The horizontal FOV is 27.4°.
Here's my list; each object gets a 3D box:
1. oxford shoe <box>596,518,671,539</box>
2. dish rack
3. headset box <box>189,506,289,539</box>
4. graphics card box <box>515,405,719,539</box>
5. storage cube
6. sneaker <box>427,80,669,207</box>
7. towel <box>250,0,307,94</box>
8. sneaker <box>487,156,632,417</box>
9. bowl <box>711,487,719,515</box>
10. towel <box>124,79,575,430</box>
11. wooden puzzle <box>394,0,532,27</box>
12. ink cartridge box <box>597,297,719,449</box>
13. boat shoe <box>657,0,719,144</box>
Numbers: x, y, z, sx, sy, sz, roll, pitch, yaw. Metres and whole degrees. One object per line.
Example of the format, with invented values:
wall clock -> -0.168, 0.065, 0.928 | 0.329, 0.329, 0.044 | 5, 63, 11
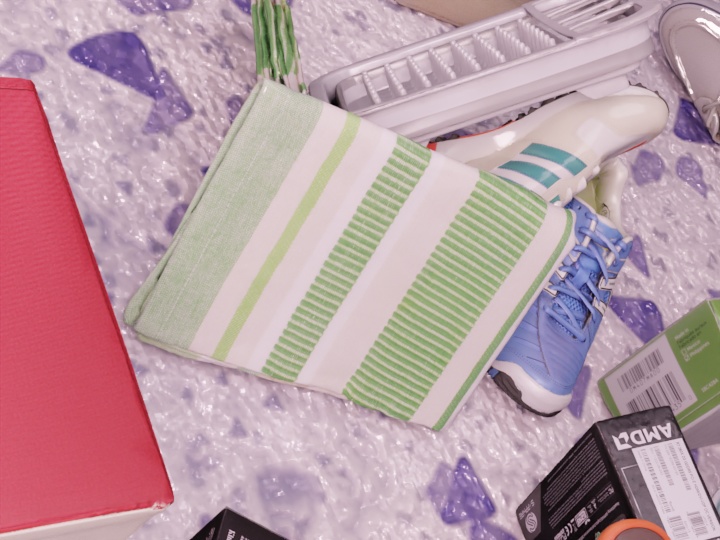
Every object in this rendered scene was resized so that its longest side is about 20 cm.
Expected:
oxford shoe -> 0.108, 0.214, 0.678 | 0.071, 0.072, 0.201 | 10, 82, -20
dish rack -> 0.071, -0.114, 0.865 | 0.172, 0.199, 0.044 | -104, 177, -73
headset box -> -0.007, 0.217, 0.629 | 0.199, 0.077, 0.149 | 31, 44, -17
graphics card box -> 0.151, 0.184, 0.744 | 0.051, 0.126, 0.201 | -11, 63, -21
storage cube -> -0.203, 0.049, 0.533 | 0.199, 0.171, 0.181 | -4, 62, -42
sneaker -> 0.098, -0.042, 0.878 | 0.199, 0.070, 0.094 | -18, 73, -6
towel -> -0.048, -0.116, 0.816 | 0.023, 0.153, 0.201 | -10, 54, -3
sneaker -> 0.120, 0.000, 0.904 | 0.075, 0.077, 0.201 | 31, 45, -18
bowl -> 0.251, 0.215, 0.792 | 0.200, 0.105, 0.201 | 21, 24, -10
towel -> 0.000, 0.000, 0.750 | 0.199, 0.153, 0.023 | 19, 26, -29
wooden puzzle -> 0.091, -0.261, 1.109 | 0.184, 0.046, 0.201 | 16, 50, -30
ink cartridge box -> 0.258, 0.062, 0.946 | 0.199, 0.104, 0.060 | -3, 61, -40
boat shoe -> 0.300, -0.127, 1.161 | 0.200, 0.071, 0.070 | 53, 39, -1
